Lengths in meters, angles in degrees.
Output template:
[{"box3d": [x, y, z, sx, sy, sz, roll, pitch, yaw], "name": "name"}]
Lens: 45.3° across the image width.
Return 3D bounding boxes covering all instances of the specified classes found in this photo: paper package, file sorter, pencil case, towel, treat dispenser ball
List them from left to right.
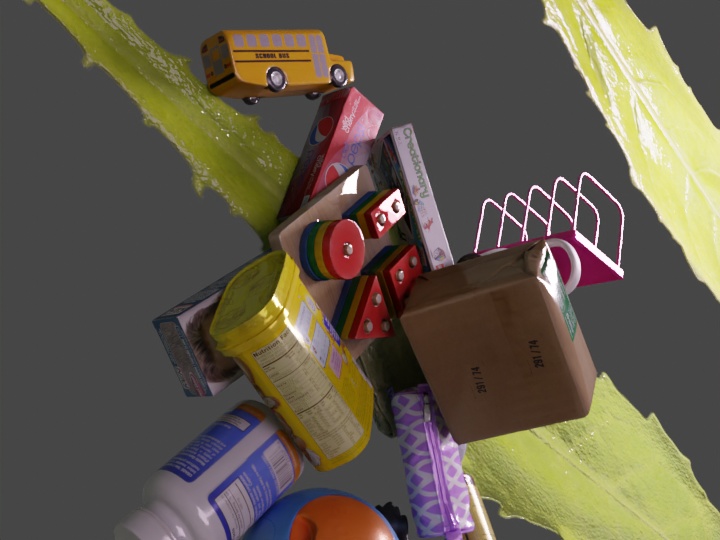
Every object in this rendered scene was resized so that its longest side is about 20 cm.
[{"box3d": [-0.045, 0.346, 0.958, 0.199, 0.199, 0.205, 8, 78, -42], "name": "treat dispenser ball"}, {"box3d": [0.038, 0.110, 1.186, 0.148, 0.036, 0.203, -38, 109, -41], "name": "towel"}, {"box3d": [0.094, 0.243, 1.116, 0.082, 0.085, 0.204, -9, 81, -19], "name": "pencil case"}, {"box3d": [0.170, 0.090, 1.052, 0.202, 0.188, 0.104, 64, 25, -19], "name": "paper package"}, {"box3d": [0.291, -0.056, 1.343, 0.138, 0.198, 0.127, 32, 60, -35], "name": "file sorter"}]

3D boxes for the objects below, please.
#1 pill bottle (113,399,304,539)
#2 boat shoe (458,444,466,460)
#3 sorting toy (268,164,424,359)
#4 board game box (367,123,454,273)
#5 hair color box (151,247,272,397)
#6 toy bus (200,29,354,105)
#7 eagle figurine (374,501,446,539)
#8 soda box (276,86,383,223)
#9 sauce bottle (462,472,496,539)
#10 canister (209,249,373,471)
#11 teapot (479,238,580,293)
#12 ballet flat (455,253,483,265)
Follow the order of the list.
[{"box3d": [-0.161, 0.239, 0.924, 0.199, 0.111, 0.113, -38, 109, -39], "name": "pill bottle"}, {"box3d": [0.131, 0.178, 1.193, 0.070, 0.071, 0.204, -12, 108, -47], "name": "boat shoe"}, {"box3d": [0.000, 0.000, 1.064, 0.199, 0.069, 0.203, -43, 122, -45], "name": "sorting toy"}, {"box3d": [0.064, -0.083, 1.167, 0.034, 0.126, 0.204, -17, 90, -17], "name": "board game box"}, {"box3d": [-0.135, 0.054, 1.013, 0.199, 0.060, 0.101, -35, 108, -41], "name": "hair color box"}, {"box3d": [-0.100, -0.259, 1.093, 0.198, 0.065, 0.080, -16, 92, -43], "name": "toy bus"}, {"box3d": [0.055, 0.428, 1.113, 0.202, 0.148, 0.154, -98, -172, -48], "name": "eagle figurine"}, {"box3d": [-0.037, -0.138, 1.135, 0.070, 0.063, 0.203, 35, 61, -34], "name": "soda box"}, {"box3d": [0.156, 0.380, 1.177, 0.064, 0.065, 0.202, 21, 39, -39], "name": "sauce bottle"}, {"box3d": [-0.067, 0.099, 0.942, 0.201, 0.086, 0.149, 57, 18, -22], "name": "canister"}, {"box3d": [0.221, 0.073, 1.243, 0.195, 0.146, 0.202, -29, 130, -18], "name": "teapot"}, {"box3d": [0.160, 0.059, 1.140, 0.073, 0.072, 0.203, -35, 124, -41], "name": "ballet flat"}]
